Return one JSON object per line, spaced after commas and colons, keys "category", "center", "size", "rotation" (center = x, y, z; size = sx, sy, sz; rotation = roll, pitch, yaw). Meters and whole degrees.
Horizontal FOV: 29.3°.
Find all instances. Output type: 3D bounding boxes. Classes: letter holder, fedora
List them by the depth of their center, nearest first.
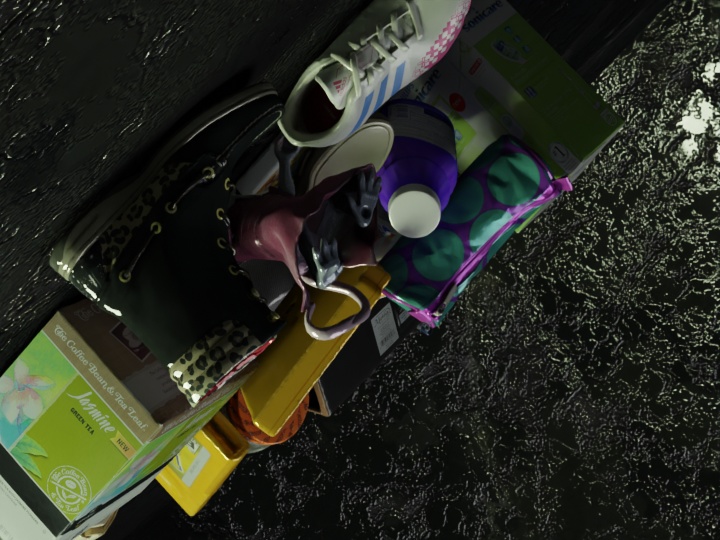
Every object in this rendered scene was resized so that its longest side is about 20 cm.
{"category": "fedora", "center": [-0.099, 0.008, 1.501], "size": [0.177, 0.090, 0.200], "rotation": [-45, 174, 16]}
{"category": "letter holder", "center": [-0.043, 0.061, 1.629], "size": [0.141, 0.101, 0.200], "rotation": [10, -141, 38]}

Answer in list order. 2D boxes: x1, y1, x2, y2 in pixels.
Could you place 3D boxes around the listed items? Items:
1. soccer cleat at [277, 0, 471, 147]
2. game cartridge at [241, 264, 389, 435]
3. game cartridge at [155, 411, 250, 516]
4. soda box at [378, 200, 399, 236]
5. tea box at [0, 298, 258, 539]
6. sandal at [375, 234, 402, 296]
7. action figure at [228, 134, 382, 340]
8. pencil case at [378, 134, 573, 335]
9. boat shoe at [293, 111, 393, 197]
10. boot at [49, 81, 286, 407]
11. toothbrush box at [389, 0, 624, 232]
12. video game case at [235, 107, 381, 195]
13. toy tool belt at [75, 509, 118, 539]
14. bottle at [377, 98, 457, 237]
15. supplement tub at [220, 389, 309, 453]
{"category": "soccer cleat", "center": [0.011, -0.168, 1.090], "size": [0.200, 0.070, 0.086], "rotation": [-46, 174, 25]}
{"category": "game cartridge", "center": [-0.048, 0.054, 1.293], "size": [0.177, 0.032, 0.200], "rotation": [-53, -164, 2]}
{"category": "game cartridge", "center": [-0.204, 0.157, 1.416], "size": [0.032, 0.176, 0.200], "rotation": [-40, 173, -33]}
{"category": "soda box", "center": [0.043, -0.070, 1.536], "size": [0.068, 0.064, 0.200], "rotation": [-42, -148, -9]}
{"category": "tea box", "center": [-0.227, 0.122, 1.211], "size": [0.197, 0.134, 0.200], "rotation": [-47, 174, 22]}
{"category": "sandal", "center": [-0.003, 0.002, 1.427], "size": [0.205, 0.060, 0.079], "rotation": [-23, -174, 21]}
{"category": "action figure", "center": [-0.064, -0.033, 1.139], "size": [0.199, 0.151, 0.133], "rotation": [0, -164, 46]}
{"category": "pencil case", "center": [0.104, -0.036, 1.322], "size": [0.200, 0.092, 0.085], "rotation": [-47, 139, -1]}
{"category": "boat shoe", "center": [-0.029, -0.095, 1.275], "size": [0.066, 0.058, 0.200], "rotation": [1, 148, -25]}
{"category": "boot", "center": [-0.098, -0.020, 0.975], "size": [0.203, 0.154, 0.074], "rotation": [-42, 175, -13]}
{"category": "toothbrush box", "center": [0.147, -0.164, 1.413], "size": [0.086, 0.200, 0.146], "rotation": [-38, 173, -36]}
{"category": "video game case", "center": [-0.013, -0.154, 1.273], "size": [0.200, 0.023, 0.182], "rotation": [-45, 174, 24]}
{"category": "toy tool belt", "center": [-0.310, 0.220, 1.386], "size": [0.122, 0.126, 0.200], "rotation": [-4, -156, 27]}
{"category": "bottle", "center": [0.050, -0.096, 1.295], "size": [0.201, 0.083, 0.066], "rotation": [-88, -163, -61]}
{"category": "supplement tub", "center": [-0.153, 0.133, 1.499], "size": [0.199, 0.123, 0.122], "rotation": [-2, -150, 50]}
